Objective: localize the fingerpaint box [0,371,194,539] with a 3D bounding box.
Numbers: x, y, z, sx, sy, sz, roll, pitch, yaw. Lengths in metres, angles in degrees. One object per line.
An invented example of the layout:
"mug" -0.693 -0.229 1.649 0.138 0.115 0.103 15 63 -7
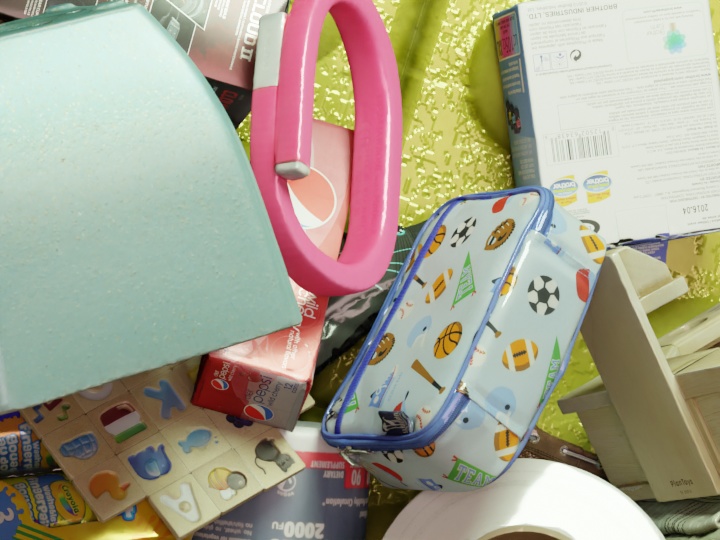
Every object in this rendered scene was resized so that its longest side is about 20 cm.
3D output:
"fingerpaint box" -0.209 0.100 1.667 0.166 0.073 0.201 -5 60 -19

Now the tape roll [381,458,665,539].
"tape roll" 0.098 0.236 1.667 0.201 0.139 0.204 1 63 -2

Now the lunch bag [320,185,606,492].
"lunch bag" 0.058 0.045 1.651 0.075 0.160 0.201 38 70 -25

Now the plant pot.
"plant pot" -0.176 -0.047 1.539 0.195 0.196 0.201 -17 102 -25

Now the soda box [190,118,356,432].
"soda box" -0.051 -0.003 1.688 0.070 0.064 0.201 16 55 -6

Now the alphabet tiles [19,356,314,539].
"alphabet tiles" -0.131 0.069 1.661 0.166 0.006 0.200 -28 68 -31

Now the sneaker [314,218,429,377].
"sneaker" 0.000 0.000 1.760 0.199 0.075 0.079 -34 82 -16

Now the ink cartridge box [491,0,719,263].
"ink cartridge box" 0.172 -0.085 1.790 0.136 0.076 0.201 -8 89 -9

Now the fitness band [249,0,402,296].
"fitness band" -0.017 -0.084 1.642 0.037 0.144 0.201 -7 66 27

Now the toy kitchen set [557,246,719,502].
"toy kitchen set" 0.236 0.034 1.715 0.180 0.200 0.164 -28 95 -27

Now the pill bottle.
"pill bottle" -0.057 0.198 1.725 0.119 0.120 0.201 4 89 -10

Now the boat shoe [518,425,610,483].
"boat shoe" 0.083 0.103 1.781 0.200 0.072 0.073 36 79 -18

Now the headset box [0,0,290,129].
"headset box" -0.139 -0.150 1.695 0.199 0.149 0.075 17 77 -10

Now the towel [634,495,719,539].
"towel" 0.264 0.126 1.724 0.192 0.200 0.035 -27 96 -21
